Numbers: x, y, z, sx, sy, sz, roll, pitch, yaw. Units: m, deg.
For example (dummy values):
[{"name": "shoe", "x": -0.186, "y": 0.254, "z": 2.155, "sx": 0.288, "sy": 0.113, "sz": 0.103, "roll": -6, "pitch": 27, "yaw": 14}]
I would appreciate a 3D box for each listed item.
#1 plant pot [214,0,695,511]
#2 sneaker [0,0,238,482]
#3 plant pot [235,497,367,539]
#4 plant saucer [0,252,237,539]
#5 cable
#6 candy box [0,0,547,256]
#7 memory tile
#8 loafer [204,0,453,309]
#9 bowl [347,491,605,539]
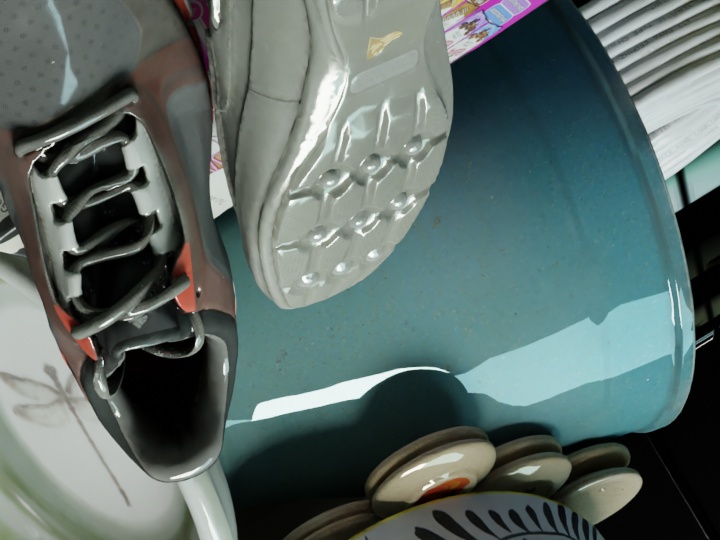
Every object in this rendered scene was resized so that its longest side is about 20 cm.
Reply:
[{"name": "plant pot", "x": 0.000, "y": 0.000, "z": 1.045, "sx": 0.187, "sy": 0.201, "sz": 0.200, "roll": -20, "pitch": 168, "yaw": -15}, {"name": "sneaker", "x": -0.069, "y": -0.018, "z": 0.788, "sx": 0.077, "sy": 0.082, "sz": 0.201, "roll": -20, "pitch": 132, "yaw": -2}, {"name": "plant pot", "x": -0.079, "y": 0.116, "z": 1.170, "sx": 0.177, "sy": 0.200, "sz": 0.201, "roll": -20, "pitch": 149, "yaw": -53}, {"name": "plant saucer", "x": -0.107, "y": 0.057, "z": 0.970, "sx": 0.050, "sy": 0.200, "sz": 0.200, "roll": -39, "pitch": 177, "yaw": -34}, {"name": "cable", "x": 0.120, "y": -0.081, "z": 1.320, "sx": 0.200, "sy": 0.070, "sz": 0.200, "roll": -37, "pitch": 168, "yaw": 33}, {"name": "candy box", "x": -0.034, "y": -0.078, "z": 0.891, "sx": 0.199, "sy": 0.061, "sz": 0.136, "roll": -33, "pitch": 169, "yaw": 8}, {"name": "memory tile", "x": 0.005, "y": 0.123, "z": 1.041, "sx": 0.200, "sy": 0.017, "sz": 0.153, "roll": -39, "pitch": 152, "yaw": 25}, {"name": "loafer", "x": -0.012, "y": -0.072, "z": 0.782, "sx": 0.070, "sy": 0.070, "sz": 0.201, "roll": -21, "pitch": 142, "yaw": -26}, {"name": "bowl", "x": 0.040, "y": 0.190, "z": 0.980, "sx": 0.199, "sy": 0.094, "sz": 0.202, "roll": -18, "pitch": 127, "yaw": -24}]
